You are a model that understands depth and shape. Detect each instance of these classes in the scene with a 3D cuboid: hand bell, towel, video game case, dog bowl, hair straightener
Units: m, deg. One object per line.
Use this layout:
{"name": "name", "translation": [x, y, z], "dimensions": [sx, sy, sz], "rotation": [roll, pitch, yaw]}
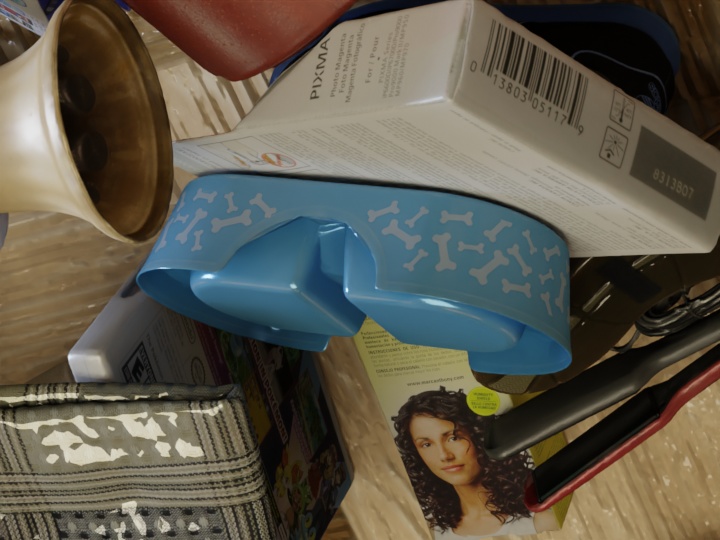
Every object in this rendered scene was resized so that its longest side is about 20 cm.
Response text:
{"name": "hand bell", "translation": [-0.189, -0.043, 0.963], "dimensions": [0.199, 0.104, 0.105], "rotation": [-12, 117, 19]}
{"name": "towel", "translation": [-0.132, 0.138, 1.046], "dimensions": [0.199, 0.035, 0.193], "rotation": [-2, 120, 13]}
{"name": "video game case", "translation": [-0.066, 0.074, 1.123], "dimensions": [0.023, 0.182, 0.201], "rotation": [-3, 120, 25]}
{"name": "dog bowl", "translation": [0.000, 0.000, 1.003], "dimensions": [0.199, 0.050, 0.111], "rotation": [5, 163, 26]}
{"name": "hair straightener", "translation": [0.138, 0.033, 1.082], "dimensions": [0.200, 0.041, 0.077], "rotation": [-34, 110, 18]}

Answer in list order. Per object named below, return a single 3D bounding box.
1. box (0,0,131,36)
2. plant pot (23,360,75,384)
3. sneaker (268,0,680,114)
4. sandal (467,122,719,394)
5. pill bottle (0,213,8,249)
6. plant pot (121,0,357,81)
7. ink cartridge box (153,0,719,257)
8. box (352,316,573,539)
{"name": "box", "translation": [-0.200, -0.164, 1.065], "dimensions": [0.199, 0.119, 0.042], "rotation": [31, 85, 1]}
{"name": "plant pot", "translation": [-0.131, 0.123, 1.190], "dimensions": [0.200, 0.200, 0.135], "rotation": [24, 107, 4]}
{"name": "sneaker", "translation": [0.043, -0.079, 1.048], "dimensions": [0.199, 0.078, 0.070], "rotation": [-4, 120, 23]}
{"name": "sandal", "translation": [0.127, -0.019, 1.047], "dimensions": [0.200, 0.055, 0.082], "rotation": [-39, 137, 16]}
{"name": "pill bottle", "translation": [-0.245, -0.078, 1.042], "dimensions": [0.112, 0.113, 0.201], "rotation": [-3, 130, 22]}
{"name": "plant pot", "translation": [-0.074, -0.195, 0.958], "dimensions": [0.200, 0.201, 0.195], "rotation": [-32, 114, 34]}
{"name": "ink cartridge box", "translation": [0.030, -0.051, 0.976], "dimensions": [0.162, 0.057, 0.200], "rotation": [26, 165, -38]}
{"name": "box", "translation": [0.042, 0.039, 1.143], "dimensions": [0.075, 0.050, 0.201], "rotation": [-11, 116, 25]}
